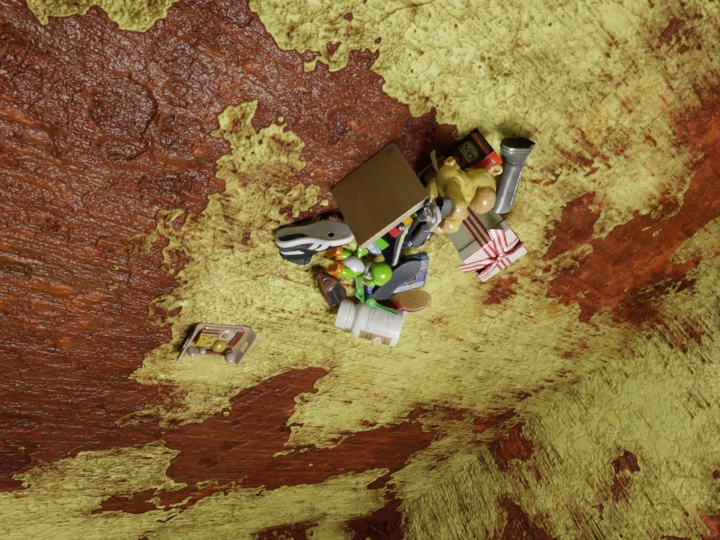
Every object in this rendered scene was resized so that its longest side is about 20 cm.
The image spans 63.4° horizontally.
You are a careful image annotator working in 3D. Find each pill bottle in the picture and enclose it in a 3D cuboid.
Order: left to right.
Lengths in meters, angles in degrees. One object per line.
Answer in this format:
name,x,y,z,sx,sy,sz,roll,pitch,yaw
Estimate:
pill bottle,0.026,0.157,1.809,0.200,0.114,0.114,16,135,-1

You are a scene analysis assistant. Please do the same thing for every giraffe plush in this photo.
giraffe plush,0.256,-0.190,1.409,0.162,0.200,0.173,-3,180,-22

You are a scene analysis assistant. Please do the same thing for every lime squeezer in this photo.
lime squeezer,0.028,0.075,1.767,0.071,0.038,0.200,-38,101,27

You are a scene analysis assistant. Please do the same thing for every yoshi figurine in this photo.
yoshi figurine,0.010,-0.009,1.645,0.200,0.112,0.113,20,104,-35

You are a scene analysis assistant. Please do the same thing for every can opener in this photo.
can opener,0.161,-0.110,1.367,0.066,0.053,0.200,-11,166,-16

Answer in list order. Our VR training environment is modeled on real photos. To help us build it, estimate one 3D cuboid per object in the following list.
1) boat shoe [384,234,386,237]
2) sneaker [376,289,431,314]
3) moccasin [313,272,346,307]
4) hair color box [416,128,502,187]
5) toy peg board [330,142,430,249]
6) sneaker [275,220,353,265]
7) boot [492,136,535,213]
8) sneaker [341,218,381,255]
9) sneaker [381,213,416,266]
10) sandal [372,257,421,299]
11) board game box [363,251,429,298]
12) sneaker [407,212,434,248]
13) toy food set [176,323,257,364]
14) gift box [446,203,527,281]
boat shoe,0.082,-0.160,1.556,0.063,0.073,0.200,-20,154,-17
sneaker,0.136,0.113,1.905,0.200,0.075,0.090,-12,164,8
moccasin,-0.092,0.055,1.707,0.074,0.078,0.201,-44,161,-2
hair color box,0.250,-0.260,1.498,0.200,0.102,0.061,-37,141,14
toy peg board,0.061,-0.168,1.421,0.199,0.200,0.098,-36,146,13
sneaker,-0.114,-0.067,1.522,0.200,0.073,0.112,-3,146,3
boot,0.390,-0.249,1.553,0.182,0.073,0.200,-15,135,-50
sneaker,0.019,-0.102,1.587,0.072,0.072,0.200,-44,146,4
sneaker,0.113,-0.082,1.561,0.083,0.072,0.200,-18,153,-20
sandal,0.101,0.017,1.747,0.076,0.043,0.200,20,135,-34
board game box,0.110,0.019,1.809,0.200,0.034,0.135,-13,141,-15
sneaker,0.146,-0.126,1.602,0.112,0.073,0.200,-47,143,-3
toy food set,-0.426,0.228,1.732,0.200,0.060,0.144,9,131,-38
gift box,0.351,-0.089,1.692,0.185,0.187,0.200,-40,142,18
